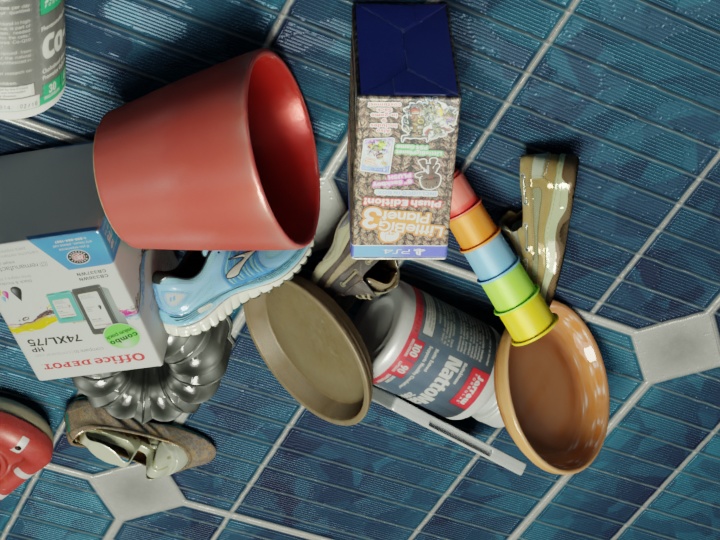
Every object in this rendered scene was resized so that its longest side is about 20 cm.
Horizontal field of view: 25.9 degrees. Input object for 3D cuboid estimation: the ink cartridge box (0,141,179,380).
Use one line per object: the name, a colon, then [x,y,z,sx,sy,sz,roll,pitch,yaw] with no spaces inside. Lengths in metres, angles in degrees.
ink cartridge box: [-0.292,-0.009,1.631,0.146,0.146,0.200,-8,133,12]

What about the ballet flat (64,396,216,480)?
ballet flat: [-0.269,0.217,1.900,0.200,0.067,0.068,20,129,-21]

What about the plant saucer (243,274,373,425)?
plant saucer: [-0.054,0.083,1.742,0.029,0.200,0.200,-35,141,-30]

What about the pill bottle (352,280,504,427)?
pill bottle: [0.095,0.102,1.785,0.200,0.120,0.120,26,126,-25]

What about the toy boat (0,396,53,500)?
toy boat: [-0.458,0.243,1.868,0.130,0.131,0.200,35,122,-30]

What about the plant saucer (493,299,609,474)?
plant saucer: [0.214,0.134,1.781,0.037,0.200,0.200,-14,137,41]

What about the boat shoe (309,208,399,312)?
boat shoe: [0.000,0.000,1.686,0.074,0.073,0.200,-34,161,-32]

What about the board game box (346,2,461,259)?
board game box: [0.039,-0.136,1.537,0.097,0.160,0.200,0,132,-3]

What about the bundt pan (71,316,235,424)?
bundt pan: [-0.244,0.102,1.792,0.201,0.076,0.202,-2,133,-3]

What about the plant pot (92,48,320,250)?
plant pot: [-0.154,-0.104,1.545,0.177,0.201,0.201,-10,133,17]

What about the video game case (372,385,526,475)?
video game case: [0.085,0.181,1.856,0.200,0.143,0.018,29,85,-27]

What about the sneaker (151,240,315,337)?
sneaker: [-0.133,-0.015,1.649,0.200,0.078,0.090,-36,114,-23]

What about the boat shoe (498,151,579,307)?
boat shoe: [0.188,-0.046,1.701,0.076,0.072,0.200,9,125,7]

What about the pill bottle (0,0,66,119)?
pill bottle: [-0.329,-0.249,1.441,0.113,0.113,0.200,3,133,-6]

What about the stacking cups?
stacking cups: [0.141,-0.016,1.675,0.060,0.061,0.200,-26,106,19]
